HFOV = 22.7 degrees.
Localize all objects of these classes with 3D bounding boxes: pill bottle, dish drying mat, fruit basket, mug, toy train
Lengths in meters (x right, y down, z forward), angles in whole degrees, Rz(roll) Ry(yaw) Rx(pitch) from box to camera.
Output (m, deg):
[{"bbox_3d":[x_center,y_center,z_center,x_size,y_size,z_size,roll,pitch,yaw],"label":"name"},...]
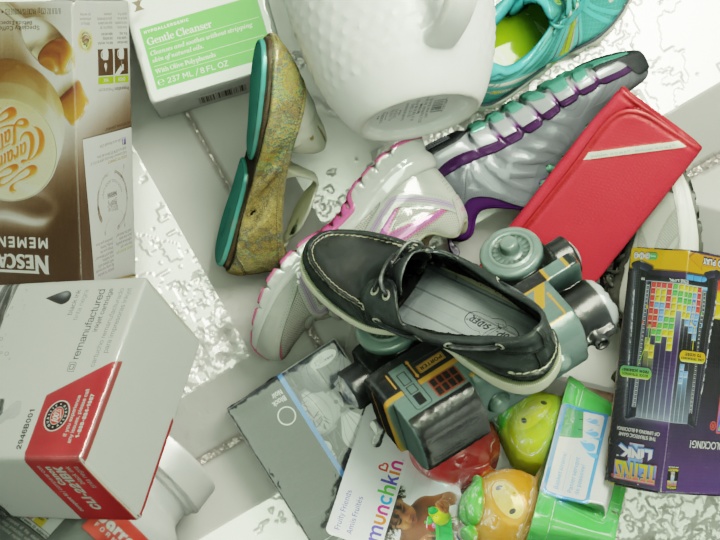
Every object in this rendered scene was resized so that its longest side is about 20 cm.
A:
[{"bbox_3d":[-0.202,0.199,1.264,0.116,0.116,0.200,40,72,1],"label":"pill bottle"},{"bbox_3d":[0.159,-0.035,1.311,0.077,0.018,0.200,34,112,-5],"label":"dish drying mat"},{"bbox_3d":[0.095,0.135,1.281,0.199,0.094,0.186,20,55,1],"label":"fruit basket"},{"bbox_3d":[0.029,-0.194,1.218,0.147,0.200,0.176,-7,76,-22],"label":"mug"},{"bbox_3d":[0.084,0.053,1.256,0.199,0.085,0.114,-30,51,-12],"label":"toy train"}]

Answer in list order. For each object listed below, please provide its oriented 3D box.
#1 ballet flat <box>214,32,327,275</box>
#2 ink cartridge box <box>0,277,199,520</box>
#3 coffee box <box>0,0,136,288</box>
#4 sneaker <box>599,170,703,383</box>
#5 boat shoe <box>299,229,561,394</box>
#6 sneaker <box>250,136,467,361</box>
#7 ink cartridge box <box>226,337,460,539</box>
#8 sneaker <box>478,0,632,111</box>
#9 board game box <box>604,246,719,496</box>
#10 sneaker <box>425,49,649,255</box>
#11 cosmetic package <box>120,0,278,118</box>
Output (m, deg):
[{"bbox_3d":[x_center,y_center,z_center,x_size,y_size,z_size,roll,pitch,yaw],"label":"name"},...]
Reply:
[{"bbox_3d":[-0.058,-0.081,1.290,0.070,0.071,0.201,13,124,-1],"label":"ballet flat"},{"bbox_3d":[-0.230,0.088,1.232,0.199,0.084,0.145,-3,53,28],"label":"ink cartridge box"},{"bbox_3d":[-0.229,-0.091,1.277,0.114,0.080,0.201,2,99,21],"label":"coffee box"},{"bbox_3d":[0.214,-0.006,1.332,0.079,0.074,0.201,-4,86,2],"label":"sneaker"},{"bbox_3d":[0.044,0.014,1.201,0.199,0.066,0.075,31,67,22],"label":"boat shoe"},{"bbox_3d":[0.000,0.000,1.298,0.088,0.081,0.200,44,106,5],"label":"sneaker"},{"bbox_3d":[-0.006,0.159,1.326,0.099,0.039,0.200,-34,88,-5],"label":"ink cartridge box"},{"bbox_3d":[0.144,-0.192,1.333,0.078,0.080,0.200,45,72,3],"label":"sneaker"},{"bbox_3d":[0.265,0.076,1.276,0.199,0.057,0.166,8,87,-41],"label":"board game box"},{"bbox_3d":[0.135,-0.089,1.342,0.199,0.074,0.088,-28,97,7],"label":"sneaker"},{"bbox_3d":[-0.131,-0.226,1.327,0.107,0.085,0.201,-18,88,-3],"label":"cosmetic package"}]
